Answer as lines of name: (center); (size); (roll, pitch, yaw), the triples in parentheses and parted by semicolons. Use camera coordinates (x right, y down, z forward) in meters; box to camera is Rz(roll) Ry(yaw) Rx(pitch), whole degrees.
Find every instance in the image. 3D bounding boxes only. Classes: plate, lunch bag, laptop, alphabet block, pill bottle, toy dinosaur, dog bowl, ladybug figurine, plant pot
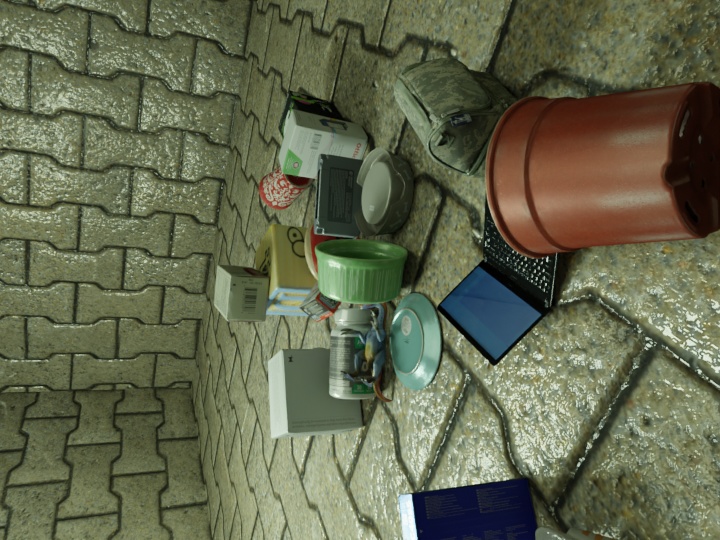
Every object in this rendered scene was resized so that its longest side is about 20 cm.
plate: (0.101, 0.145, 1.074); (0.200, 0.025, 0.201); (-176, 90, -65)
lunch bag: (0.155, -0.255, 0.861); (0.140, 0.167, 0.200); (-64, 34, 38)
laptop: (0.200, 0.003, 0.793); (0.177, 0.103, 0.201); (-131, 31, -55)
alphabet block: (-0.188, 0.004, 1.509); (0.196, 0.195, 0.201); (-43, 47, 52)
pill bottle: (-0.015, 0.190, 1.208); (0.113, 0.113, 0.201); (-10, 78, 64)
toy dinosaur: (0.023, 0.158, 1.145); (0.105, 0.200, 0.182); (7, 57, 36)
dog bowl: (0.053, -0.174, 1.188); (0.200, 0.058, 0.201); (-176, 90, -65)
ladybug figurine: (-0.088, -0.056, 1.395); (0.072, 0.136, 0.201); (-23, 50, 29)
plant pot: (0.279, -0.109, 0.575); (0.195, 0.200, 0.202); (7, 92, 56)

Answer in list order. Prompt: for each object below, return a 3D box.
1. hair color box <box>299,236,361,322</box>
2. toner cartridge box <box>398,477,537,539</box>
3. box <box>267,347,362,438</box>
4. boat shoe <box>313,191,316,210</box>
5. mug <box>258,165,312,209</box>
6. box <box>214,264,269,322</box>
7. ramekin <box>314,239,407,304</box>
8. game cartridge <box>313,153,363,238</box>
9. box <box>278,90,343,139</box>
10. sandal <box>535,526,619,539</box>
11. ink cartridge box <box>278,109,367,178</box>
hair color box: (-0.056, 0.022, 1.263); (0.200, 0.064, 0.111); (-55, 12, -28)
toner cartridge box: (0.154, 0.352, 0.730); (0.043, 0.199, 0.095); (136, 133, -56)
box: (-0.117, 0.306, 1.301); (0.131, 0.198, 0.201); (137, 132, -55)
boat shoe: (-0.096, -0.171, 1.476); (0.199, 0.073, 0.068); (44, 121, 58)
mug: (-0.249, -0.319, 1.762); (0.200, 0.133, 0.178); (-20, 70, 59)
box: (-0.340, 0.062, 1.473); (0.200, 0.108, 0.129); (-160, 75, -64)
ramekin: (0.000, 0.000, 1.121); (0.200, 0.199, 0.098); (-148, 58, -61)
game cartridge: (-0.047, -0.184, 1.309); (0.040, 0.133, 0.201); (175, 99, -71)
box: (-0.141, -0.417, 1.523); (0.125, 0.148, 0.200); (-66, 31, 32)
sandal: (0.304, 0.353, 0.594); (0.206, 0.059, 0.080); (11, 113, 44)
ink cartridge box: (-0.099, -0.320, 1.366); (0.088, 0.199, 0.146); (-108, 33, -45)
